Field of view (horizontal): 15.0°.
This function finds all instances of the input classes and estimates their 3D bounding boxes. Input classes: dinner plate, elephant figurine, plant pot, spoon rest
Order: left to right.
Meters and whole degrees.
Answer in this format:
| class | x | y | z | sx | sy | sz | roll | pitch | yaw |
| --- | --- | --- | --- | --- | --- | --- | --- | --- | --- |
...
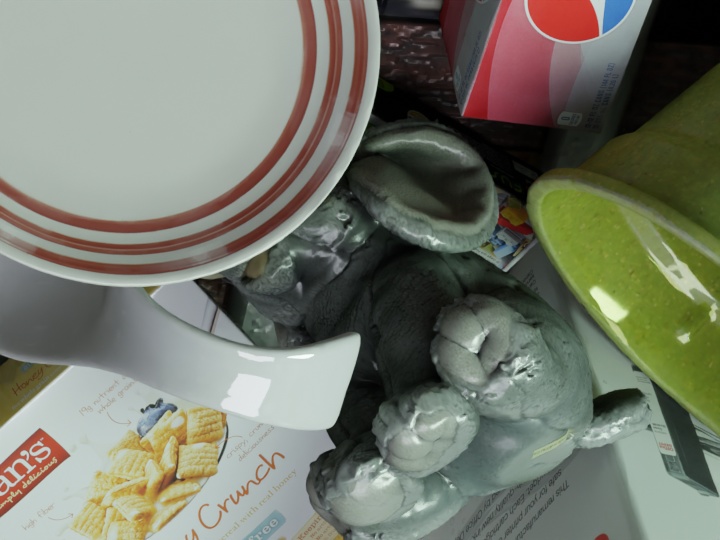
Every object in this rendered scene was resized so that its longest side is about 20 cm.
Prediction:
| class | x | y | z | sx | sy | sz | roll | pitch | yaw |
| --- | --- | --- | --- | --- | --- | --- | --- | --- | --- |
| spoon rest | -0.097 | 0.004 | 1.048 | 0.061 | 0.200 | 0.100 | -16 | 127 | -57 |
| dinner plate | -0.091 | -0.090 | 1.030 | 0.199 | 0.201 | 0.024 | 2 | 165 | -13 |
| elephant figurine | 0.000 | 0.000 | 1.115 | 0.141 | 0.200 | 0.155 | -33 | 154 | -1 |
| plant pot | 0.201 | -0.032 | 1.111 | 0.184 | 0.200 | 0.201 | -48 | 132 | -13 |

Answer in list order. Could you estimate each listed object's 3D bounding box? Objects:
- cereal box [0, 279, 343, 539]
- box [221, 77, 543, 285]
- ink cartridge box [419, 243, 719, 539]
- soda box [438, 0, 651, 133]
| class | x | y | z | sx | sy | sz | roll | pitch | yaw |
| --- | --- | --- | --- | --- | --- | --- | --- | --- | --- |
| cereal box | -0.088 | 0.093 | 1.234 | 0.144 | 0.040 | 0.200 | -43 | 132 | 0 |
| box | -0.024 | -0.038 | 1.172 | 0.200 | 0.035 | 0.110 | 28 | 121 | -31 |
| ink cartridge box | 0.093 | 0.108 | 1.216 | 0.084 | 0.200 | 0.144 | 20 | 125 | -27 |
| soda box | 0.089 | -0.152 | 1.069 | 0.063 | 0.070 | 0.200 | 6 | 130 | -14 |
